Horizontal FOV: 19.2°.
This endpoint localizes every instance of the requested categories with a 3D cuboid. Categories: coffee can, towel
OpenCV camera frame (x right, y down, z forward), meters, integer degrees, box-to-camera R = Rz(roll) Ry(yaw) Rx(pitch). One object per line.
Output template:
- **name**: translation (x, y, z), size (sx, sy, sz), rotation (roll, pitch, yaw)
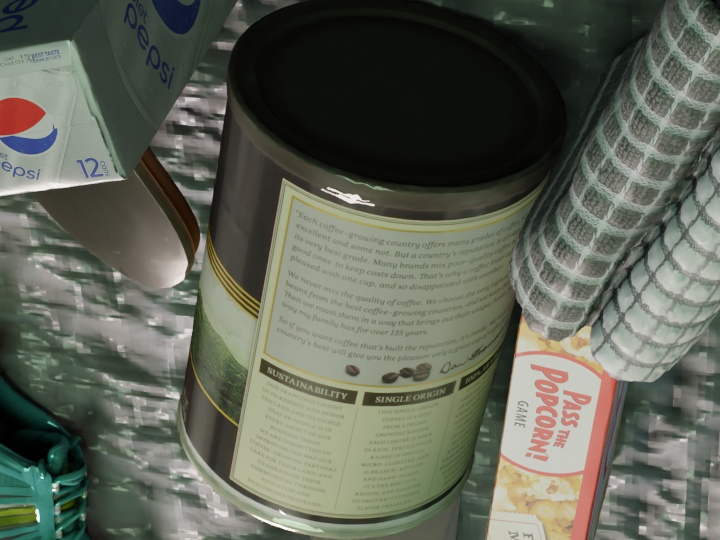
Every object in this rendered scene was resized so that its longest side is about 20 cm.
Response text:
- **coffee can**: translation (0.000, 0.000, 0.960), size (0.146, 0.147, 0.200), rotation (16, 127, 5)
- **towel**: translation (0.140, -0.073, 0.837), size (0.085, 0.200, 0.166), rotation (30, 128, 4)

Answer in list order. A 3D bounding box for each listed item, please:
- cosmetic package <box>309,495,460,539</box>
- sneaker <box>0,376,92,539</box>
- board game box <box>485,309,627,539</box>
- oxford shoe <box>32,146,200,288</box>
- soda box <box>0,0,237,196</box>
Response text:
- **cosmetic package**: translation (-0.006, 0.204, 1.073), size (0.071, 0.200, 0.102), rotation (11, 126, 10)
- **sneaker**: translation (-0.180, 0.124, 1.153), size (0.079, 0.078, 0.200), rotation (-24, 115, 20)
- **board game box**: translation (0.095, 0.059, 0.971), size (0.046, 0.152, 0.201), rotation (12, 127, 9)
- **oxford shoe**: translation (-0.129, -0.082, 0.965), size (0.200, 0.071, 0.071), rotation (53, 136, 3)
- **soda box**: translation (-0.103, -0.109, 0.881), size (0.068, 0.200, 0.064), rotation (-7, 121, 21)
